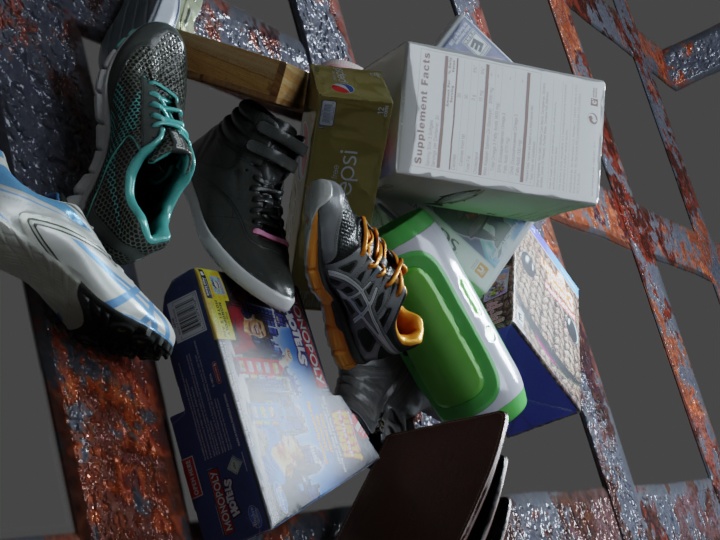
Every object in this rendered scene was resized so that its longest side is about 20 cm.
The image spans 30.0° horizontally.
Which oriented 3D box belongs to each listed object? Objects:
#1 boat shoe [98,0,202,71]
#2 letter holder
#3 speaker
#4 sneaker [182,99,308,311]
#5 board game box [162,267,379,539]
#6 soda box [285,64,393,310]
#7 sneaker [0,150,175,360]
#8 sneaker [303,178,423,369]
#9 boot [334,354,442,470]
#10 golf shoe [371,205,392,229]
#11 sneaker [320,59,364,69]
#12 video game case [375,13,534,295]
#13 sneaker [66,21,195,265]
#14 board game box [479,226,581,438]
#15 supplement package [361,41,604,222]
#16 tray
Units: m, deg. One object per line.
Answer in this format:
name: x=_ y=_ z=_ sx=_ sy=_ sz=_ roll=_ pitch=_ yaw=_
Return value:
boat shoe: x=-0.164 y=-0.204 z=1.112 sx=0.062 sy=0.072 sz=0.201 roll=44 pitch=31 yaw=-29
letter holder: x=0.065 y=0.222 z=1.073 sx=0.101 sy=0.141 sz=0.201 roll=53 pitch=41 yaw=-21
speaker: x=0.072 y=0.049 z=1.207 sx=0.201 sy=0.088 sz=0.088 roll=61 pitch=26 yaw=-6
sneaker: x=-0.079 y=-0.062 z=1.056 sx=0.070 sy=0.099 sz=0.201 roll=28 pitch=23 yaw=-44
board game box: x=-0.068 y=0.110 z=1.050 sx=0.199 sy=0.061 sz=0.202 roll=15 pitch=54 yaw=-62
soda box: x=-0.023 y=-0.066 z=1.135 sx=0.068 sy=0.063 sz=0.202 roll=-106 pitch=-157 yaw=-59
sneaker: x=-0.190 y=-0.005 z=0.895 sx=0.200 sy=0.071 sz=0.073 roll=45 pitch=48 yaw=-37
sneaker: x=0.000 y=0.000 z=1.081 sx=0.201 sy=0.076 sz=0.079 roll=72 pitch=15 yaw=-48
boot: x=0.035 y=0.134 z=1.244 sx=0.199 sy=0.069 sz=0.133 roll=35 pitch=45 yaw=-35
golf shoe: x=0.005 y=-0.048 z=1.323 sx=0.200 sy=0.075 sz=0.092 roll=43 pitch=42 yaw=-25
sneaker: x=0.022 y=-0.140 z=1.378 sx=0.200 sy=0.075 sz=0.105 roll=44 pitch=14 yaw=-22
video game case: x=0.103 y=-0.110 z=1.272 sx=0.182 sy=0.023 sz=0.201 roll=41 pitch=71 yaw=-14
sneaker: x=-0.148 y=-0.090 z=0.965 sx=0.077 sy=0.091 sz=0.202 roll=27 pitch=65 yaw=-42
board game box: x=0.170 y=0.054 z=1.515 sx=0.160 sy=0.096 sz=0.201 roll=49 pitch=31 yaw=-32
supplement package: x=0.102 y=-0.119 z=1.198 sx=0.198 sy=0.117 sz=0.119 roll=8 pitch=82 yaw=-21
tray: x=-0.094 y=-0.163 z=1.124 sx=0.200 sy=0.098 sz=0.037 roll=-33 pitch=140 yaw=-81
